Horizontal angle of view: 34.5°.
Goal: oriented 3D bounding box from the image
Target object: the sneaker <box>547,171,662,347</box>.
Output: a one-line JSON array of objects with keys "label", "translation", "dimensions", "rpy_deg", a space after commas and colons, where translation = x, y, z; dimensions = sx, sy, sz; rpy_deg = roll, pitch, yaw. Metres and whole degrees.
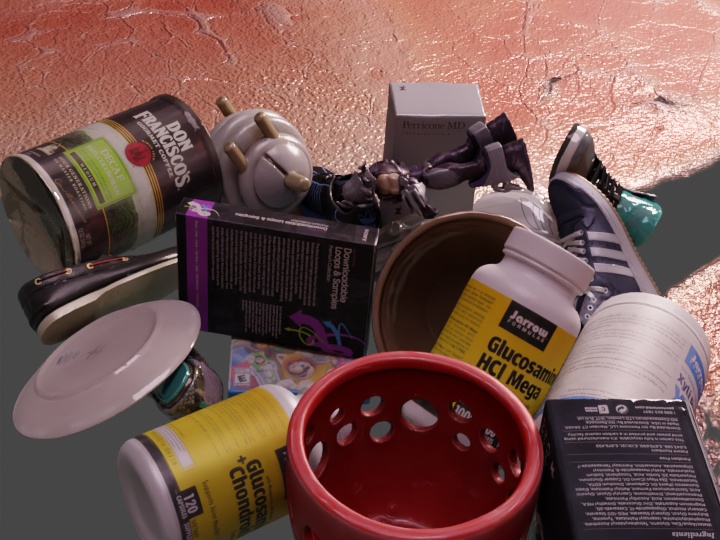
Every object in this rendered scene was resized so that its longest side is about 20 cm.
[{"label": "sneaker", "translation": [0.234, 0.000, 1.221], "dimensions": [0.108, 0.070, 0.202], "rpy_deg": [-30, 86, -23]}]

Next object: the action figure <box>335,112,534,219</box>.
[{"label": "action figure", "translation": [0.070, -0.095, 1.173], "dimensions": [0.197, 0.070, 0.130], "rpy_deg": [-15, 26, -1]}]

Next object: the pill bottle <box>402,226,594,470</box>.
[{"label": "pill bottle", "translation": [0.130, 0.069, 1.057], "dimensions": [0.111, 0.202, 0.112], "rpy_deg": [28, 1, 0]}]

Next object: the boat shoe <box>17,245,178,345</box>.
[{"label": "boat shoe", "translation": [-0.255, 0.010, 1.198], "dimensions": [0.200, 0.074, 0.063], "rpy_deg": [-23, 65, -35]}]

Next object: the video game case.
[{"label": "video game case", "translation": [-0.064, 0.062, 1.212], "dimensions": [0.141, 0.018, 0.201], "rpy_deg": [1, 39, -4]}]

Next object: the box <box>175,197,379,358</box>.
[{"label": "box", "translation": [-0.083, 0.009, 1.147], "dimensions": [0.197, 0.145, 0.036], "rpy_deg": [10, 37, 6]}]

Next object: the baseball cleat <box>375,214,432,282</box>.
[{"label": "baseball cleat", "translation": [0.000, 0.000, 1.235], "dimensions": [0.197, 0.106, 0.071], "rpy_deg": [-13, 67, 18]}]

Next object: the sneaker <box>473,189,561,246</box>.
[{"label": "sneaker", "translation": [0.201, -0.027, 1.311], "dimensions": [0.199, 0.075, 0.087], "rpy_deg": [30, 50, 29]}]

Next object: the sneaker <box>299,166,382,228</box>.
[{"label": "sneaker", "translation": [-0.023, -0.085, 1.341], "dimensions": [0.069, 0.079, 0.200], "rpy_deg": [-9, 34, -22]}]

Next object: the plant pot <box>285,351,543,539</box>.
[{"label": "plant pot", "translation": [0.036, 0.194, 0.928], "dimensions": [0.197, 0.184, 0.202], "rpy_deg": [3, 39, -3]}]

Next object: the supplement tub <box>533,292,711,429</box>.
[{"label": "supplement tub", "translation": [0.241, 0.127, 1.075], "dimensions": [0.130, 0.133, 0.200], "rpy_deg": [20, 42, 19]}]

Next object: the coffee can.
[{"label": "coffee can", "translation": [-0.273, -0.091, 1.276], "dimensions": [0.199, 0.148, 0.146], "rpy_deg": [-30, 50, -35]}]

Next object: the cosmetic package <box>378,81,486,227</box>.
[{"label": "cosmetic package", "translation": [0.075, -0.103, 1.285], "dimensions": [0.100, 0.202, 0.072], "rpy_deg": [0, 38, -5]}]

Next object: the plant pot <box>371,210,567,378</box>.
[{"label": "plant pot", "translation": [0.109, 0.045, 1.160], "dimensions": [0.197, 0.204, 0.093], "rpy_deg": [5, -1, 0]}]

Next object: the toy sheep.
[{"label": "toy sheep", "translation": [-0.121, -0.125, 1.341], "dimensions": [0.136, 0.140, 0.199], "rpy_deg": [-18, 31, -26]}]

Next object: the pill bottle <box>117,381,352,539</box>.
[{"label": "pill bottle", "translation": [-0.101, 0.166, 1.004], "dimensions": [0.198, 0.113, 0.112], "rpy_deg": [-20, 45, -28]}]

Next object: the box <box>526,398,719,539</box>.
[{"label": "box", "translation": [0.197, 0.237, 0.879], "dimensions": [0.122, 0.202, 0.198], "rpy_deg": [0, 38, -4]}]

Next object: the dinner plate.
[{"label": "dinner plate", "translation": [-0.242, 0.083, 1.089], "dimensions": [0.198, 0.024, 0.201], "rpy_deg": [-23, 25, 11]}]

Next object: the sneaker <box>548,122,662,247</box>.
[{"label": "sneaker", "translation": [0.278, -0.081, 1.301], "dimensions": [0.120, 0.200, 0.084], "rpy_deg": [27, 75, 21]}]

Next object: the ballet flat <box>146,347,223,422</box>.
[{"label": "ballet flat", "translation": [-0.177, 0.101, 1.110], "dimensions": [0.071, 0.073, 0.200], "rpy_deg": [-13, 20, -21]}]
